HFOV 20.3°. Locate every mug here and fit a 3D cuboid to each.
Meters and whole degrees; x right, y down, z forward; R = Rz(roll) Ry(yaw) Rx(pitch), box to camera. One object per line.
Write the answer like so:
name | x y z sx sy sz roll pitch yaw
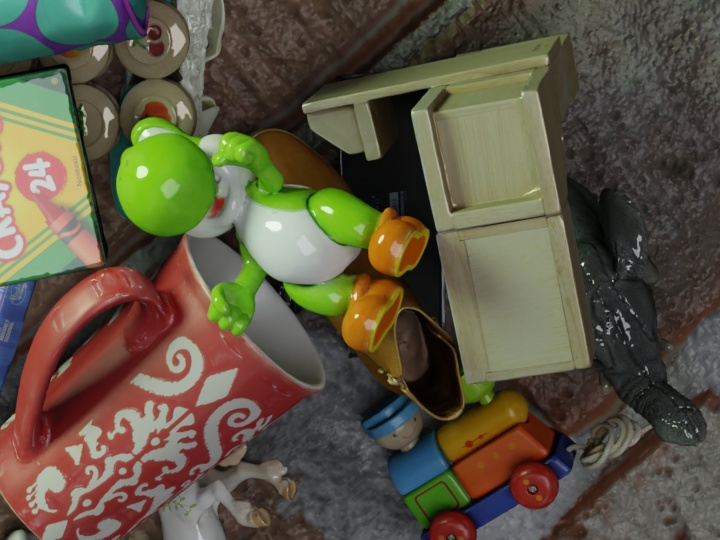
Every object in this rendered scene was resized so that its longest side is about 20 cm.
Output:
mug | -0.153 0.074 1.313 0.200 0.134 0.177 -41 114 13

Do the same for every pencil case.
pencil case | -0.229 -0.171 1.224 0.199 0.085 0.093 -7 140 9

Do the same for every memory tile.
memory tile | -0.183 -0.168 1.271 0.152 0.017 0.201 -2 101 10

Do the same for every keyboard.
keyboard | -0.002 -0.036 1.390 0.126 0.021 0.201 -7 106 -19

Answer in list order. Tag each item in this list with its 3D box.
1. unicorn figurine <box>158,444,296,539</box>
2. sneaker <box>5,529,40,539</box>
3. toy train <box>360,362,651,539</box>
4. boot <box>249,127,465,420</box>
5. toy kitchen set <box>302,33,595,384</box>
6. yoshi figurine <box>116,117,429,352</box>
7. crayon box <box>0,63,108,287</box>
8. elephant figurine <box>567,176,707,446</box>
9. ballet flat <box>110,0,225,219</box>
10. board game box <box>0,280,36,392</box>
unicorn figurine | -0.113 0.204 1.394 0.137 0.074 0.201 2 83 26
sneaker | -0.184 0.242 1.344 0.081 0.199 0.075 -60 152 -7
toy train | 0.105 0.103 1.402 0.200 0.085 0.116 -34 98 19
boot | 0.000 0.001 1.310 0.071 0.144 0.202 -36 114 -8
toy kitchen set | 0.063 -0.042 1.302 0.162 0.200 0.181 -9 104 14
yoshi figurine | -0.068 -0.028 1.209 0.199 0.112 0.113 27 71 13
crayon box | -0.267 -0.047 1.249 0.199 0.051 0.128 -12 101 -4
elephant figurine | 0.152 0.010 1.345 0.154 0.200 0.142 17 101 -18
ballet flat | -0.118 -0.129 1.313 0.071 0.072 0.201 3 106 -15
board game box | -0.336 0.063 1.317 0.198 0.043 0.201 16 100 -17
